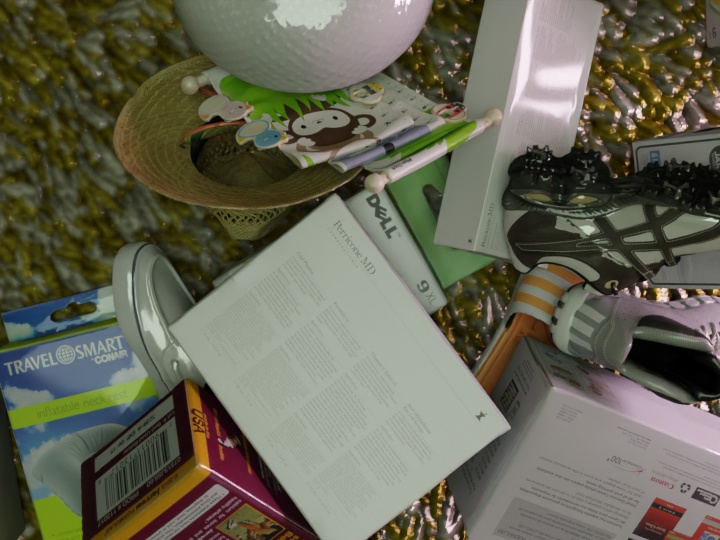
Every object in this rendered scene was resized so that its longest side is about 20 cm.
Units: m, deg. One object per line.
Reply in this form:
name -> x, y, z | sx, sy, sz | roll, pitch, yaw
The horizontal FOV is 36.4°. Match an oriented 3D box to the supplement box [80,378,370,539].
supplement box -> -0.092, 0.182, 0.794 | 0.110, 0.086, 0.200 | -38, 128, 15

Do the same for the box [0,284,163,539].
box -> -0.206, 0.120, 0.858 | 0.120, 0.048, 0.203 | -14, 98, 1

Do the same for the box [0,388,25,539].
box -> -0.342, 0.126, 0.831 | 0.123, 0.097, 0.203 | -7, 96, 0

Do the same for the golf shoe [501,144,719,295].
golf shoe -> 0.196, -0.026, 0.754 | 0.198, 0.078, 0.096 | 10, 116, 16

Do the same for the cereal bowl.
cereal bowl -> -0.042, -0.231, 0.762 | 0.197, 0.083, 0.203 | 0, 71, 0

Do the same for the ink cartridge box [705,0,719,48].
ink cartridge box -> 0.294, -0.215, 0.795 | 0.058, 0.104, 0.203 | -4, 97, 0

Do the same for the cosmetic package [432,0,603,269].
cosmetic package -> 0.116, -0.109, 0.807 | 0.082, 0.050, 0.203 | 12, 90, -41

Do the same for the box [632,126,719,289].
box -> 0.296, -0.048, 0.772 | 0.060, 0.199, 0.118 | -14, 100, -40

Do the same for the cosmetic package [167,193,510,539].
cosmetic package -> -0.014, 0.072, 0.763 | 0.150, 0.052, 0.201 | -37, 87, 4

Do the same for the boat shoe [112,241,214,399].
boat shoe -> -0.121, 0.067, 0.831 | 0.065, 0.074, 0.202 | -11, 112, 28

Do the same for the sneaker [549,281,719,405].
sneaker -> 0.242, 0.066, 0.793 | 0.198, 0.115, 0.076 | 7, 106, -28

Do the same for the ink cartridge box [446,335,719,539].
ink cartridge box -> 0.174, 0.173, 0.824 | 0.198, 0.084, 0.177 | 23, 108, -15

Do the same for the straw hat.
straw hat -> -0.081, -0.073, 0.798 | 0.198, 0.202, 0.086 | 3, 131, -1

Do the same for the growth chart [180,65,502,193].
growth chart -> -0.020, -0.115, 0.770 | 0.199, 0.144, 0.018 | 32, 140, 30

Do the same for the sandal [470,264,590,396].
sandal -> 0.144, 0.054, 0.843 | 0.079, 0.059, 0.208 | 29, 91, -6

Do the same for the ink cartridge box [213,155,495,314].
ink cartridge box -> 0.000, 0.000, 0.831 | 0.199, 0.059, 0.105 | -30, 96, 3
